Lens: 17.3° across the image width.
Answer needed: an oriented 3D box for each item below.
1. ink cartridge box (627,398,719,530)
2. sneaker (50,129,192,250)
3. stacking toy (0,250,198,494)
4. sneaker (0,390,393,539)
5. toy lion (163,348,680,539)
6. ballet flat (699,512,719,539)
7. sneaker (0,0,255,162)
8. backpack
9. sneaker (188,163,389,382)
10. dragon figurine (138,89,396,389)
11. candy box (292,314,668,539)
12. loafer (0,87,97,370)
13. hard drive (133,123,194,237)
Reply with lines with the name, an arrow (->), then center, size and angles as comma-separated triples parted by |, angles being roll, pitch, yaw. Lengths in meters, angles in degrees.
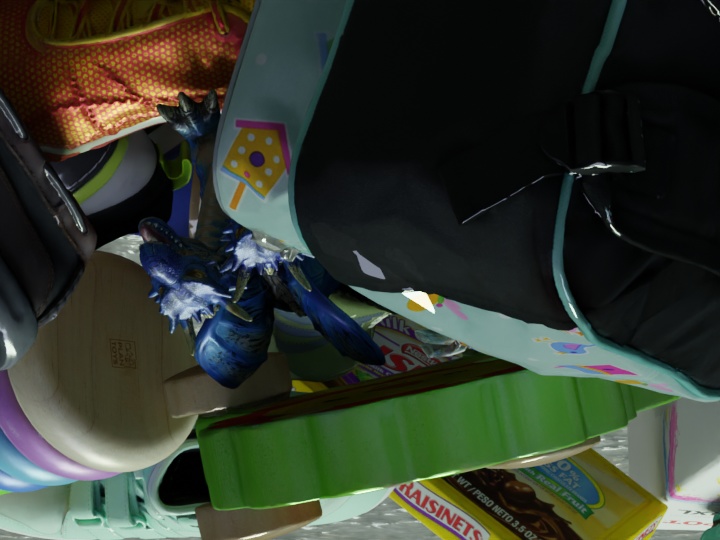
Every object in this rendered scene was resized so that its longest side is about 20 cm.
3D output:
ink cartridge box -> 0.199, 0.045, 1.068 | 0.128, 0.126, 0.200 | 3, 163, -7
sneaker -> -0.154, -0.003, 0.929 | 0.200, 0.072, 0.083 | -25, 139, 24
stacking toy -> -0.152, 0.062, 0.941 | 0.085, 0.086, 0.200 | 14, 152, -38
sneaker -> -0.092, 0.074, 0.967 | 0.200, 0.074, 0.118 | -4, 176, 14
toy lion -> 0.032, 0.049, 0.824 | 0.200, 0.069, 0.192 | -12, 179, -28
ballet flat -> 0.202, 0.121, 0.981 | 0.067, 0.071, 0.200 | 6, 161, -17
sneaker -> -0.063, -0.082, 0.789 | 0.200, 0.073, 0.077 | -2, 142, -4
backpack -> 0.062, -0.056, 0.661 | 0.153, 0.176, 0.200 | 10, 172, 34
sneaker -> 0.000, 0.000, 0.932 | 0.090, 0.067, 0.200 | 2, 161, 13
dragon figurine -> -0.025, 0.004, 0.765 | 0.059, 0.100, 0.200 | -10, 150, 11
candy box -> 0.033, 0.068, 1.048 | 0.102, 0.200, 0.026 | -25, 148, -56
loafer -> -0.146, -0.062, 0.739 | 0.072, 0.063, 0.200 | 5, 131, 43
hard drive -> -0.011, -0.045, 0.949 | 0.132, 0.025, 0.200 | 9, 161, -28
